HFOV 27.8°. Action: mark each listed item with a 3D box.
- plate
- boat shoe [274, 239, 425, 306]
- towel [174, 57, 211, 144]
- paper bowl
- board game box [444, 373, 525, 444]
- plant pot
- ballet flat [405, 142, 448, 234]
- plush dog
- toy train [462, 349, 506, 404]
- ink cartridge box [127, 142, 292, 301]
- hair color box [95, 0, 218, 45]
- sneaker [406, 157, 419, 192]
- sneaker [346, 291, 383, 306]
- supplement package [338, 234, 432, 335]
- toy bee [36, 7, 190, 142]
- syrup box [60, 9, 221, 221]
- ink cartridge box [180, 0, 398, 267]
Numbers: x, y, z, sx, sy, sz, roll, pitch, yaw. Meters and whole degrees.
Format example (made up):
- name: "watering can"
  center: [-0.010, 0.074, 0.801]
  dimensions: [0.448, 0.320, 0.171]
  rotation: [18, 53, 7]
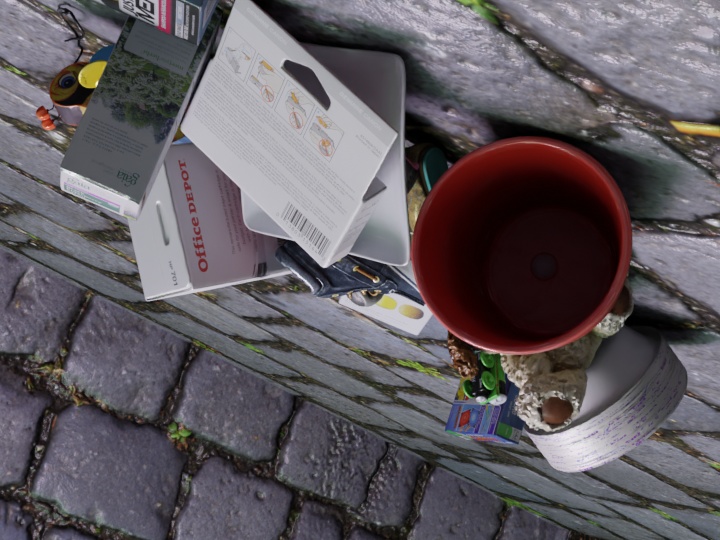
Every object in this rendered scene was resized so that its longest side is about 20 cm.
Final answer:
- name: "plate"
  center: [-0.032, -0.117, 1.347]
  dimensions: [0.199, 0.201, 0.032]
  rotation: [13, -152, 33]
- name: "boat shoe"
  center: [0.000, 0.000, 1.518]
  dimensions: [0.200, 0.091, 0.071]
  rotation: [37, -171, -34]
- name: "towel"
  center: [-0.178, -0.178, 1.534]
  dimensions: [0.111, 0.049, 0.200]
  rotation: [33, 165, -6]
- name: "paper bowl"
  center: [0.281, 0.139, 1.738]
  dimensions: [0.105, 0.201, 0.200]
  rotation: [52, 159, -14]
- name: "board game box"
  center: [0.175, 0.109, 1.773]
  dimensions: [0.034, 0.201, 0.135]
  rotation: [23, 169, -20]
- name: "plant pot"
  center: [0.164, -0.012, 1.363]
  dimensions: [0.199, 0.202, 0.177]
  rotation: [18, 178, 18]
- name: "ballet flat"
  center: [0.077, -0.031, 1.466]
  dimensions: [0.071, 0.070, 0.201]
  rotation: [2, 115, 58]
- name: "plush dog"
  center: [0.188, 0.055, 1.635]
  dimensions: [0.171, 0.201, 0.161]
  rotation: [26, -172, -7]
- name: "toy train"
  center: [0.148, 0.073, 1.727]
  dimensions: [0.042, 0.201, 0.056]
  rotation: [-29, 136, 36]
- name: "ink cartridge box"
  center: [-0.139, -0.059, 1.507]
  dimensions: [0.199, 0.147, 0.086]
  rotation: [-12, 179, -45]
- name: "hair color box"
  center: [-0.215, -0.268, 1.215]
  dimensions: [0.199, 0.061, 0.099]
  rotation: [24, 168, -3]
- name: "sneaker"
  center: [-0.014, -0.123, 1.444]
  dimensions: [0.200, 0.096, 0.079]
  rotation: [43, -164, 33]
- name: "sneaker"
  center: [-0.038, -0.041, 1.606]
  dimensions: [0.075, 0.201, 0.079]
  rotation: [-11, 156, -44]
- name: "supplement package"
  center: [0.048, -0.008, 1.717]
  dimensions: [0.113, 0.110, 0.200]
  rotation: [22, 167, 1]
- name: "toy bee"
  center: [-0.265, -0.169, 1.465]
  dimensions: [0.200, 0.109, 0.131]
  rotation: [26, 157, 44]
- name: "syrup box"
  center: [-0.202, -0.155, 1.336]
  dimensions: [0.078, 0.201, 0.081]
  rotation: [23, 167, -6]
- name: "ink cartridge box"
  center: [-0.058, -0.130, 1.309]
  dimensions: [0.200, 0.045, 0.177]
  rotation: [44, 132, 14]
